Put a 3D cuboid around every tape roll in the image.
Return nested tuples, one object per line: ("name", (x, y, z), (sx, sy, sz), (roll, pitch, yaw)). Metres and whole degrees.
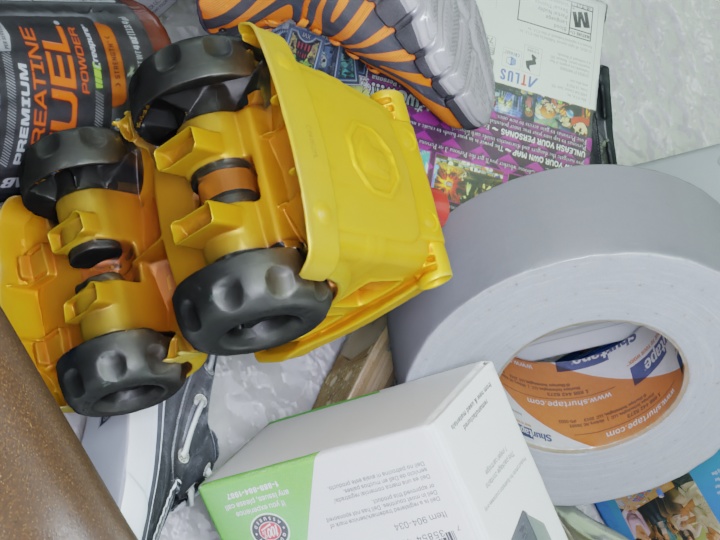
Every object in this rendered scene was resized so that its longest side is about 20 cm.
("tape roll", (0.115, 0.039, 1.036), (0.200, 0.200, 0.066), (24, 38, -28))

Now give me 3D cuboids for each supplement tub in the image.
("supplement tub", (-0.195, -0.085, 0.980), (0.199, 0.107, 0.108), (-6, 74, -39))

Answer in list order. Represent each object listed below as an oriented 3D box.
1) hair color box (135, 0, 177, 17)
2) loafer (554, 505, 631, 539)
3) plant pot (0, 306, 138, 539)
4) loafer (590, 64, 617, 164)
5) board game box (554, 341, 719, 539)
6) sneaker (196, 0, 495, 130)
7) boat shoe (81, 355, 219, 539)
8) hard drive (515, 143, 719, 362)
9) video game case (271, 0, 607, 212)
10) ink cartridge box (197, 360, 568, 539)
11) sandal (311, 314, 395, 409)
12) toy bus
("hair color box", (-0.179, -0.207, 1.044), (0.199, 0.111, 0.064), (29, 55, -25))
("loafer", (0.110, 0.176, 1.133), (0.200, 0.075, 0.070), (39, 56, -6))
("plant pot", (-0.206, 0.097, 0.846), (0.200, 0.200, 0.199), (-45, 109, -41))
("loafer", (0.158, -0.040, 1.253), (0.070, 0.068, 0.202), (-15, 75, -1))
("board game box", (0.206, 0.123, 1.172), (0.045, 0.152, 0.201), (-27, 89, -43))
("sneaker", (-0.014, -0.140, 1.021), (0.200, 0.112, 0.078), (51, 33, -34))
("boat shoe", (-0.105, 0.094, 1.000), (0.068, 0.072, 0.201), (25, 50, -26))
("hard drive", (0.139, -0.008, 1.139), (0.132, 0.199, 0.026), (-92, 164, -51))
("video game case", (0.034, -0.089, 1.082), (0.199, 0.036, 0.182), (13, 71, -17))
("ink cartridge box", (0.030, 0.165, 0.989), (0.084, 0.145, 0.201), (-40, 109, -57))
("sandal", (0.003, -0.002, 1.121), (0.069, 0.078, 0.212), (34, 59, -16))
("toy bus", (-0.051, -0.012, 0.952), (0.191, 0.200, 0.136), (9, 59, -50))
